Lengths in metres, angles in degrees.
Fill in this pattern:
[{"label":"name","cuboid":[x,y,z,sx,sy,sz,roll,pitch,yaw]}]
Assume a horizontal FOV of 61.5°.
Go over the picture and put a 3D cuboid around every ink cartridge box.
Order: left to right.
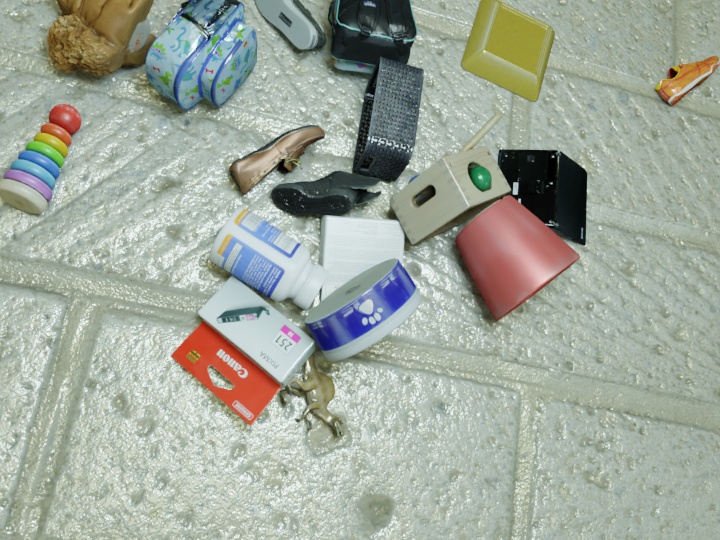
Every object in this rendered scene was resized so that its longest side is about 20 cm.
[{"label":"ink cartridge box","cuboid":[-0.206,0.134,1.049,0.199,0.044,0.174,36,70,13]},{"label":"ink cartridge box","cuboid":[0.000,0.000,1.169,0.158,0.050,0.203,3,94,-14]}]

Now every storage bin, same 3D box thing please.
[{"label":"storage bin","cuboid":[0.054,-0.295,1.195,0.092,0.135,0.203,12,74,-10]}]

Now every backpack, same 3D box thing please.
[{"label":"backpack","cuboid":[-0.286,-0.393,1.110,0.146,0.183,0.201,39,76,-1]},{"label":"backpack","cuboid":[0.018,-0.504,1.225,0.173,0.154,0.203,3,67,-12]}]

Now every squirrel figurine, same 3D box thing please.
[{"label":"squirrel figurine","cuboid":[-0.492,-0.453,1.100,0.185,0.142,0.201,32,69,2]}]

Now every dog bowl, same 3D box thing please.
[{"label":"dog bowl","cuboid":[0.004,0.065,1.047,0.199,0.200,0.079,-36,99,-19]}]

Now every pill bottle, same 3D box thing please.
[{"label":"pill bottle","cuboid":[-0.160,-0.015,1.086,0.199,0.112,0.113,33,71,-5]}]

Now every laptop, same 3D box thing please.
[{"label":"laptop","cuboid":[0.395,-0.160,1.316,0.197,0.103,0.180,3,74,13]}]

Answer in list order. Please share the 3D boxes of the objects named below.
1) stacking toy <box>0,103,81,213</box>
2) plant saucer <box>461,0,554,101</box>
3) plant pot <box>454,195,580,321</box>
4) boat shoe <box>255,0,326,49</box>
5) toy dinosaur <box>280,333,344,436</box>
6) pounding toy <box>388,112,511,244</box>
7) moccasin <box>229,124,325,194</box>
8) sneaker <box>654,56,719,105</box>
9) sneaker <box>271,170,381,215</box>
[{"label":"stacking toy","cuboid":[-0.549,-0.203,1.059,0.084,0.085,0.202,20,66,-8]},{"label":"plant saucer","cuboid":[0.346,-0.512,1.370,0.198,0.048,0.202,22,72,-8]},{"label":"plant pot","cuboid":[0.290,-0.032,1.174,0.199,0.201,0.178,-31,76,-19]},{"label":"boat shoe","cuboid":[-0.146,-0.528,1.245,0.201,0.071,0.063,53,38,11]},{"label":"toy dinosaur","cuboid":[-0.092,0.208,1.090,0.100,0.058,0.203,-14,83,-33]},{"label":"pounding toy","cuboid":[0.182,-0.174,1.147,0.183,0.199,0.144,-23,82,-45]},{"label":"moccasin","cuboid":[-0.150,-0.213,1.159,0.200,0.074,0.078,-34,96,-22]},{"label":"sneaker","cuboid":[0.796,-0.478,1.464,0.199,0.073,0.077,-32,76,-22]},{"label":"sneaker","cuboid":[-0.064,-0.153,1.170,0.197,0.061,0.105,7,35,15]}]
